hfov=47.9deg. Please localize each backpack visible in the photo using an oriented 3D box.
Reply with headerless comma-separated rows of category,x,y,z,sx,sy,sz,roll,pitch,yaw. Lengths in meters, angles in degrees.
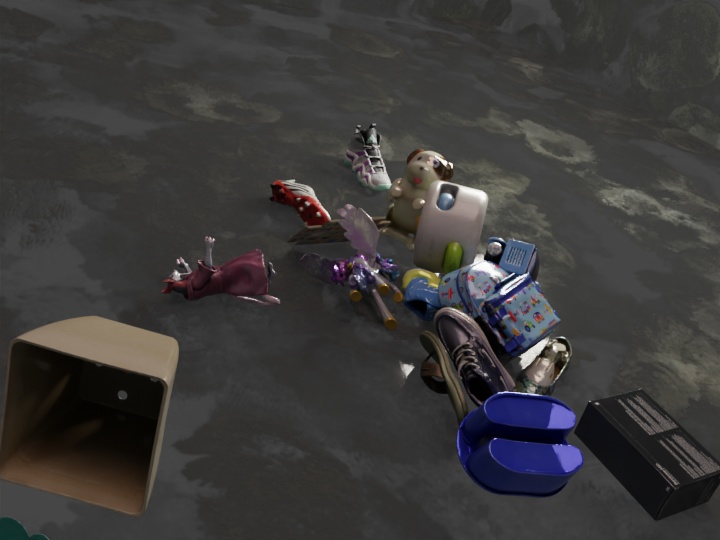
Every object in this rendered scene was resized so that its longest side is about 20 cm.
backpack,0.247,0.066,1.501,0.181,0.135,0.202,-19,72,-44

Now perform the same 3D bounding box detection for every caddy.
caddy,0.248,0.273,1.258,0.196,0.106,0.144,8,53,-13

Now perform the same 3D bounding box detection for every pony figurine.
pony figurine,0.000,0.000,1.566,0.192,0.167,0.201,38,15,-30

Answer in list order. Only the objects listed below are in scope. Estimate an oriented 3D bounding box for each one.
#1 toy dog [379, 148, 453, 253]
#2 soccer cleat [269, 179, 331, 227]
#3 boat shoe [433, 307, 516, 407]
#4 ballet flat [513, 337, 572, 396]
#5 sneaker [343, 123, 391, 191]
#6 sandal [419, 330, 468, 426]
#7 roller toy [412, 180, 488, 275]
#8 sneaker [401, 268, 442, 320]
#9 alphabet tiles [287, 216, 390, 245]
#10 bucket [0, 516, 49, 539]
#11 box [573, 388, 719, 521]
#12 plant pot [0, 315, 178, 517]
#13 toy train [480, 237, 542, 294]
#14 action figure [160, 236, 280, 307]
toy dog,0.139,-0.167,1.821,0.139,0.203,0.192,33,35,28
soccer cleat,-0.121,-0.151,1.809,0.084,0.070,0.199,-21,42,-40
boat shoe,0.187,0.151,1.386,0.201,0.075,0.092,50,21,12
ballet flat,0.337,0.178,1.486,0.073,0.075,0.200,27,32,19
sneaker,0.026,-0.298,2.038,0.077,0.142,0.200,-7,36,-33
sandal,0.132,0.181,1.384,0.056,0.081,0.203,-21,42,2
roller toy,0.180,-0.085,1.675,0.137,0.186,0.200,14,-1,8
sneaker,0.170,0.069,1.597,0.196,0.077,0.106,15,45,5
alphabet tiles,-0.044,-0.080,1.669,0.197,0.166,0.006,-6,78,-32
bucket,-0.393,0.357,0.786,0.203,0.137,0.208,11,30,-6
box,0.476,0.299,1.344,0.139,0.080,0.200,-2,35,-33
plant pot,-0.338,0.169,1.078,0.196,0.203,0.177,15,19,0
toy train,0.305,0.010,1.631,0.112,0.201,0.088,17,68,26
action figure,-0.262,0.022,1.464,0.197,0.134,0.152,-16,84,-23
